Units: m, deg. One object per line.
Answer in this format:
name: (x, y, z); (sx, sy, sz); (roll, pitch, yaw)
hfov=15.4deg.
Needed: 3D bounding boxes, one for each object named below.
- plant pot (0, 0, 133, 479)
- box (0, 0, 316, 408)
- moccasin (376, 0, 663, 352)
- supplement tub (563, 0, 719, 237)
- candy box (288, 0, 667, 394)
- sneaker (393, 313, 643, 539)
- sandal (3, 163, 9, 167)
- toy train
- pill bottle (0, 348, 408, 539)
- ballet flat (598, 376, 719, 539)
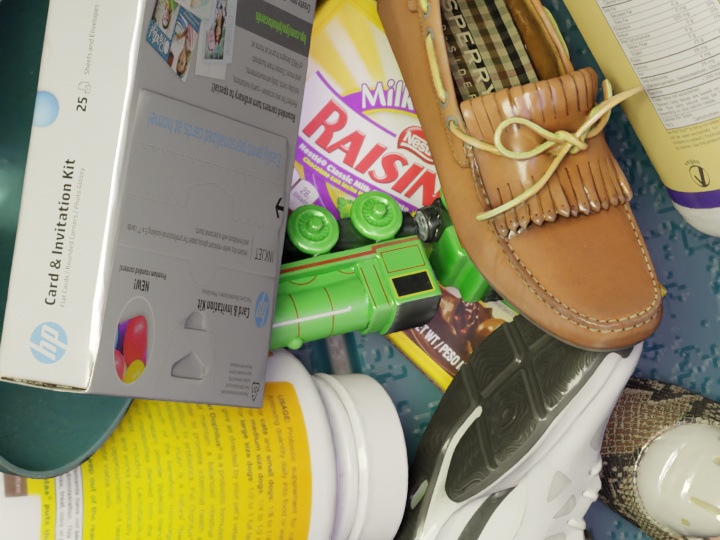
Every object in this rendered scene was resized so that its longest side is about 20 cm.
plant pot: (-0.162, -0.032, 0.973); (0.134, 0.200, 0.201); (7, 95, 20)
box: (-0.067, -0.053, 0.971); (0.041, 0.156, 0.201); (6, 88, 21)
moccasin: (0.069, -0.059, 1.072); (0.073, 0.078, 0.202); (-8, 62, -19)
supplement tub: (0.154, -0.130, 1.094); (0.145, 0.145, 0.200); (-32, 105, -5)
candy box: (0.030, -0.023, 1.153); (0.200, 0.026, 0.102); (44, 84, -10)
sneaker: (0.083, 0.099, 1.137); (0.115, 0.076, 0.201); (25, 117, -23)
sandal: (-0.155, -0.064, 1.087); (0.211, 0.078, 0.070); (8, 125, -5)
toy train: (0.000, 0.000, 1.093); (0.199, 0.042, 0.057); (-13, 68, -21)
pill bottle: (-0.085, 0.086, 1.088); (0.199, 0.109, 0.110); (-2, 96, -28)
ballet flat: (0.178, 0.111, 1.162); (0.200, 0.075, 0.068); (35, 90, -10)
